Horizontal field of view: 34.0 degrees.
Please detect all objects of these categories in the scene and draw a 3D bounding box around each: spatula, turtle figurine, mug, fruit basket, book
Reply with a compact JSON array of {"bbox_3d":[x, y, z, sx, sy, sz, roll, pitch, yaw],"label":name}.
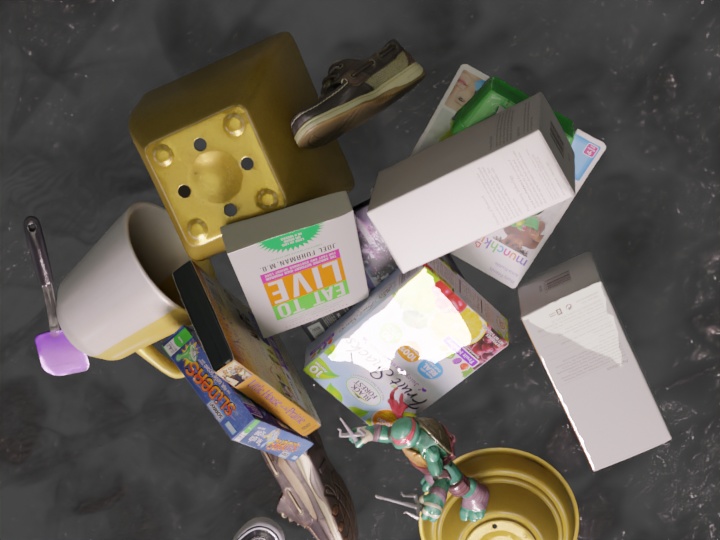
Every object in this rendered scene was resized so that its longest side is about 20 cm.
[{"bbox_3d":[-0.374,0.032,1.412,0.056,0.021,0.202,-11,103,-5],"label":"spatula"},{"bbox_3d":[0.067,0.217,1.335,0.101,0.150,0.200,-43,136,4],"label":"turtle figurine"},{"bbox_3d":[-0.257,0.041,1.344,0.152,0.149,0.188,-34,83,21],"label":"mug"},{"bbox_3d":[0.143,-0.099,1.298,0.184,0.094,0.201,29,109,-4],"label":"fruit basket"},{"bbox_3d":[-0.064,-0.007,1.246,0.132,0.200,0.048,-17,63,-2],"label":"book"}]

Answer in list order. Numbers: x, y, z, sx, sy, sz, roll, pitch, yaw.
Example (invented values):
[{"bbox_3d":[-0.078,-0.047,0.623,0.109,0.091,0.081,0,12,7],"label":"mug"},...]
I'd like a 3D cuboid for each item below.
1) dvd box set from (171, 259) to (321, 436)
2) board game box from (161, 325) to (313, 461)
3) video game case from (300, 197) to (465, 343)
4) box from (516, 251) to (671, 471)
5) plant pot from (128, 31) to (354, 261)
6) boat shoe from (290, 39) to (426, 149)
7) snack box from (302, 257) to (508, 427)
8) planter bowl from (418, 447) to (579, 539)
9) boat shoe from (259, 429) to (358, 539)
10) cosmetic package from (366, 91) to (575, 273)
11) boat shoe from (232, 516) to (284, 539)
[{"bbox_3d":[-0.123,0.089,1.294,0.029,0.147,0.200,-35,144,7],"label":"dvd box set"},{"bbox_3d":[-0.132,0.141,1.311,0.034,0.200,0.136,-42,67,1],"label":"board game box"},{"bbox_3d":[0.000,0.000,1.347,0.199,0.019,0.143,-26,114,19],"label":"video game case"},{"bbox_3d":[0.261,0.100,1.328,0.097,0.125,0.201,-24,102,11],"label":"box"},{"bbox_3d":[-0.136,-0.121,1.257,0.192,0.200,0.197,-22,102,10],"label":"plant pot"},{"bbox_3d":[-0.011,-0.191,1.248,0.066,0.200,0.072,53,140,4],"label":"boat shoe"},{"bbox_3d":[0.052,0.086,1.350,0.142,0.053,0.200,42,115,-18],"label":"snack box"},{"bbox_3d":[0.168,0.324,1.420,0.198,0.084,0.203,1,107,4],"label":"planter bowl"},{"bbox_3d":[-0.064,0.271,1.438,0.073,0.074,0.202,-21,95,20],"label":"boat shoe"},{"bbox_3d":[0.114,-0.090,1.207,0.199,0.108,0.085,-25,113,23],"label":"cosmetic package"},{"bbox_3d":[-0.154,0.405,1.477,0.071,0.068,0.201,28,106,-4],"label":"boat shoe"}]
